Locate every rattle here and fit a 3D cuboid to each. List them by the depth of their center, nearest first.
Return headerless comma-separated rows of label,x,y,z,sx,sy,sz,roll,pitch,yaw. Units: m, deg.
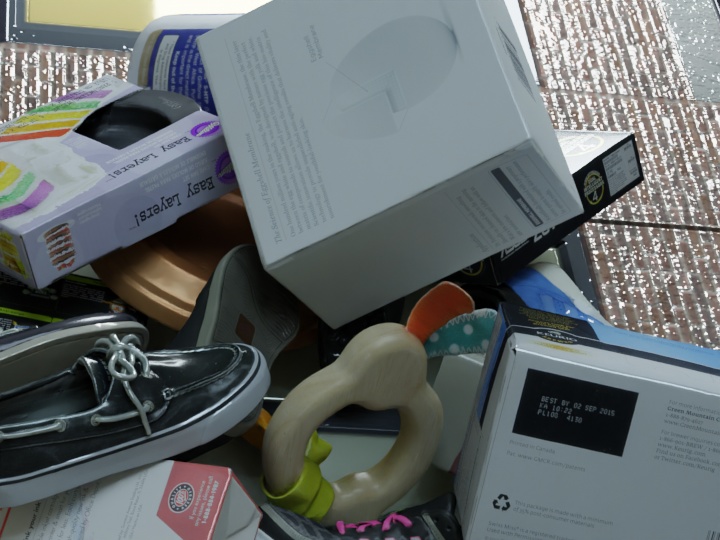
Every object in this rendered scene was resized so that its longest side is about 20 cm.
rattle,0.000,0.063,1.587,0.130,0.200,0.143,19,20,-18

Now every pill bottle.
pill bottle,-0.066,-0.138,1.818,0.200,0.120,0.120,2,33,29

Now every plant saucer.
plant saucer,-0.105,-0.014,1.741,0.200,0.037,0.200,18,29,-10

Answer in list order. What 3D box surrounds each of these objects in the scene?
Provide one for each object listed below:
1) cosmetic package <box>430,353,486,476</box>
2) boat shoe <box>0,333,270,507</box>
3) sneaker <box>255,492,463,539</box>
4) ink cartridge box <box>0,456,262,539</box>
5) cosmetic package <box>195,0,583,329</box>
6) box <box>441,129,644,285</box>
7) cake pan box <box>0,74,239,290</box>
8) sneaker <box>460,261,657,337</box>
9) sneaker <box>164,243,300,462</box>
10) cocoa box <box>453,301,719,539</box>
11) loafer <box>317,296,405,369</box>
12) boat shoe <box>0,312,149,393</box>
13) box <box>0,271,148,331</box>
cosmetic package,0.147,0.119,1.626,0.200,0.087,0.103,24,16,13
boat shoe,-0.149,0.075,1.440,0.199,0.068,0.074,-18,32,-16
sneaker,0.026,0.177,1.530,0.200,0.088,0.074,19,-2,2
ink cartridge box,-0.174,0.174,1.455,0.200,0.068,0.117,6,61,22
cosmetic package,0.018,-0.100,1.633,0.200,0.123,0.200,-24,60,12
box,0.096,-0.052,1.818,0.161,0.049,0.200,3,27,42
cake pan box,-0.202,-0.068,1.710,0.200,0.052,0.184,-28,33,-28
sneaker,0.144,0.066,1.715,0.111,0.077,0.200,-12,41,-35
sneaker,-0.111,0.060,1.600,0.075,0.106,0.200,48,28,-16
cocoa box,0.169,0.113,1.474,0.200,0.134,0.131,13,11,-4
loafer,0.000,0.000,1.717,0.068,0.070,0.201,6,64,0
boat shoe,-0.237,0.055,1.561,0.200,0.073,0.063,-17,52,-24
box,-0.256,0.067,1.634,0.200,0.048,0.193,11,37,-3
